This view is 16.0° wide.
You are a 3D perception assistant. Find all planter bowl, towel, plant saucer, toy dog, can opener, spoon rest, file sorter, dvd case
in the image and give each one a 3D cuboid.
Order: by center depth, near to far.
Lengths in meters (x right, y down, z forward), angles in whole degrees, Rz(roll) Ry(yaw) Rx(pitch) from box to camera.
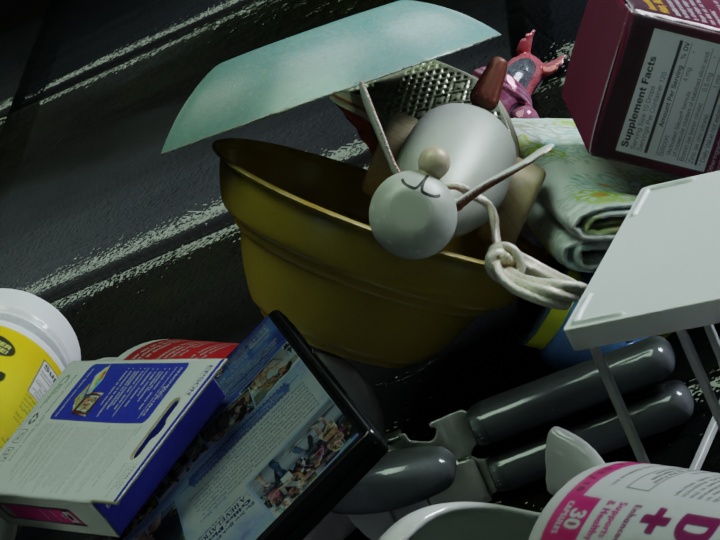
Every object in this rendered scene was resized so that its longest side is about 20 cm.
[{"bbox_3d":[0.228,0.024,1.241,0.199,0.125,0.139,-13,25,31],"label":"file sorter"},{"bbox_3d":[0.063,0.138,1.245,0.060,0.100,0.200,15,32,34],"label":"spoon rest"},{"bbox_3d":[-0.064,0.101,1.275,0.143,0.018,0.200,-45,22,1],"label":"dvd case"},{"bbox_3d":[0.053,-0.060,1.324,0.200,0.131,0.097,-127,55,-72],"label":"toy dog"},{"bbox_3d":[0.078,0.094,1.354,0.199,0.053,0.066,-22,12,7],"label":"can opener"},{"bbox_3d":[0.000,0.000,1.420,0.084,0.200,0.200,-71,22,10],"label":"planter bowl"},{"bbox_3d":[-0.022,-0.114,1.420,0.200,0.039,0.201,-18,4,1],"label":"plant saucer"},{"bbox_3d":[0.172,-0.046,1.456,0.170,0.048,0.200,3,19,-12],"label":"towel"}]

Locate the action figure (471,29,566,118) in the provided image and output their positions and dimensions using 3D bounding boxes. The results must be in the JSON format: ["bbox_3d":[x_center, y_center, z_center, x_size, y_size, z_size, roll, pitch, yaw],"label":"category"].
[{"bbox_3d":[0.055,-0.069,1.597,0.134,0.149,0.200,24,81,39],"label":"action figure"}]

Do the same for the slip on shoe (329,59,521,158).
[{"bbox_3d":[0.040,-0.080,1.505,0.074,0.061,0.200,-34,33,-9],"label":"slip on shoe"}]

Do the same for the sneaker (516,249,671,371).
[{"bbox_3d":[0.136,0.018,1.459,0.066,0.078,0.200,-61,4,17],"label":"sneaker"}]

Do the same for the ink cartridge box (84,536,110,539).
[{"bbox_3d":[-0.102,0.210,1.268,0.200,0.085,0.145,-3,32,46],"label":"ink cartridge box"}]

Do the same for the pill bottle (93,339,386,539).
[{"bbox_3d":[-0.087,0.096,1.459,0.200,0.113,0.112,2,37,50],"label":"pill bottle"}]

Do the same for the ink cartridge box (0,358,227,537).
[{"bbox_3d":[-0.131,0.091,1.342,0.095,0.037,0.200,-53,19,-20],"label":"ink cartridge box"}]

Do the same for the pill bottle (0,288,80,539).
[{"bbox_3d":[-0.248,0.101,1.632,0.114,0.115,0.200,-19,24,20],"label":"pill bottle"}]

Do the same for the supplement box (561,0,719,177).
[{"bbox_3d":[0.221,-0.096,1.410,0.199,0.086,0.110,13,20,-8],"label":"supplement box"}]

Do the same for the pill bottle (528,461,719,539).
[{"bbox_3d":[0.169,0.144,1.063,0.113,0.114,0.200,-41,26,-29],"label":"pill bottle"}]
